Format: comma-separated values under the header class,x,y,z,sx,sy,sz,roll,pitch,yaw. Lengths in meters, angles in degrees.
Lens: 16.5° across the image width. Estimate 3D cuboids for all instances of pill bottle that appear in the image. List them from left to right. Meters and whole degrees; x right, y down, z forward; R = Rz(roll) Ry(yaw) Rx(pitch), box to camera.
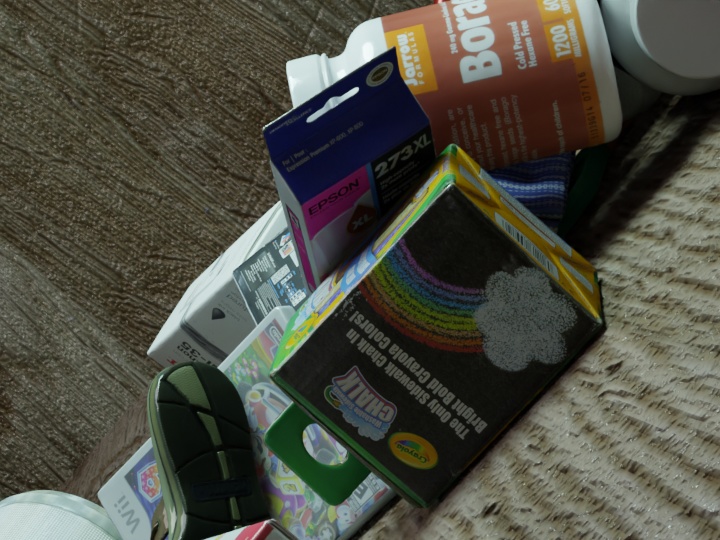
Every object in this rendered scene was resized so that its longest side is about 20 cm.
class,x,y,z,sx,sy,sz,roll,pitch,yaw
pill bottle,0.059,-0.115,1.575,0.200,0.112,0.112,-13,9,2
pill bottle,0.206,-0.172,1.603,0.111,0.111,0.200,-48,6,6

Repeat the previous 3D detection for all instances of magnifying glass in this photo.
class,x,y,z,sx,sy,sz,roll,pitch,yaw
magnifying glass,0.160,-0.072,1.759,0.080,0.022,0.200,-42,11,50

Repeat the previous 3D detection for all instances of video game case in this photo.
class,x,y,z,sx,sy,sz,roll,pitch,yaw
video game case,-0.073,0.140,1.583,0.200,0.143,0.018,-46,-24,27

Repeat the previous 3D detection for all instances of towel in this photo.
class,x,y,z,sx,sy,sz,roll,pitch,yaw
towel,0.073,-0.074,1.687,0.200,0.145,0.024,-69,-13,-71

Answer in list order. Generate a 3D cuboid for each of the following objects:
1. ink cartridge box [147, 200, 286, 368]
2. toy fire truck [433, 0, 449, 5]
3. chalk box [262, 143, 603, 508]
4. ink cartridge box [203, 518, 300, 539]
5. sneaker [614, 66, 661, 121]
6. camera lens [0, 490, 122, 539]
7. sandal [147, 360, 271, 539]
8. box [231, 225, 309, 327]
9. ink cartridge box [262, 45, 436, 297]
class,x,y,z,sx,sy,sz,roll,pitch,yaw
ink cartridge box,-0.060,0.049,1.945,0.083,0.146,0.200,-58,10,-31
toy fire truck,0.103,-0.195,1.701,0.176,0.128,0.200,-76,-12,-70
chalk box,0.031,0.047,1.451,0.200,0.125,0.124,-46,7,13
ink cartridge box,-0.090,0.226,1.391,0.146,0.083,0.200,-51,7,-18
sneaker,0.178,-0.171,1.796,0.105,0.076,0.200,12,36,31
camera lens,-0.246,0.274,1.824,0.160,0.160,0.200,-43,9,43
sandal,-0.098,0.158,1.552,0.057,0.080,0.201,-37,54,54
box,0.000,0.000,1.696,0.159,0.046,0.200,-40,24,3
ink cartridge box,0.001,-0.047,1.494,0.095,0.037,0.200,-33,-30,-11
